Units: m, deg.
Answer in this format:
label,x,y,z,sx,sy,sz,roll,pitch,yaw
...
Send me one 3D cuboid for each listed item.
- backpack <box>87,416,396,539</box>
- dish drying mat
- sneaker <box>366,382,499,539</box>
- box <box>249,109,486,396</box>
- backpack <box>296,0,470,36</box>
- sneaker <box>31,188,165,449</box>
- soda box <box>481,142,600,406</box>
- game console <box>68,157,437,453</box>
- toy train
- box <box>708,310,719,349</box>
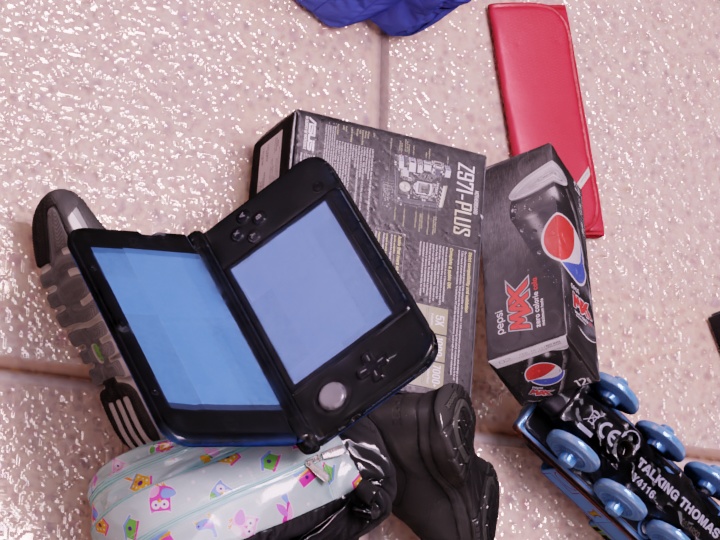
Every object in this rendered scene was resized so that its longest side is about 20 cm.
label,x,y,z,sx,sy,sz,roll,pitch,yaw
backpack,-0.091,0.170,1.594,0.199,0.167,0.127,-17,64,-26
dish drying mat,0.154,-0.124,1.861,0.076,0.018,0.201,-3,78,-26
sneaker,0.050,0.158,1.674,0.076,0.090,0.201,-72,153,-46
box,0.000,0.000,1.702,0.163,0.086,0.201,11,71,-22
backpack,0.040,-0.285,1.745,0.167,0.200,0.163,33,64,-15
sneaker,-0.156,0.022,1.644,0.115,0.075,0.201,-27,99,-34
soda box,0.135,0.001,1.735,0.063,0.070,0.201,50,28,-42
game console,-0.074,0.016,1.535,0.170,0.118,0.200,-36,55,7
toy train,0.201,0.156,1.753,0.200,0.114,0.087,42,69,-11
box,0.416,0.078,1.897,0.199,0.086,0.165,-19,85,-29
